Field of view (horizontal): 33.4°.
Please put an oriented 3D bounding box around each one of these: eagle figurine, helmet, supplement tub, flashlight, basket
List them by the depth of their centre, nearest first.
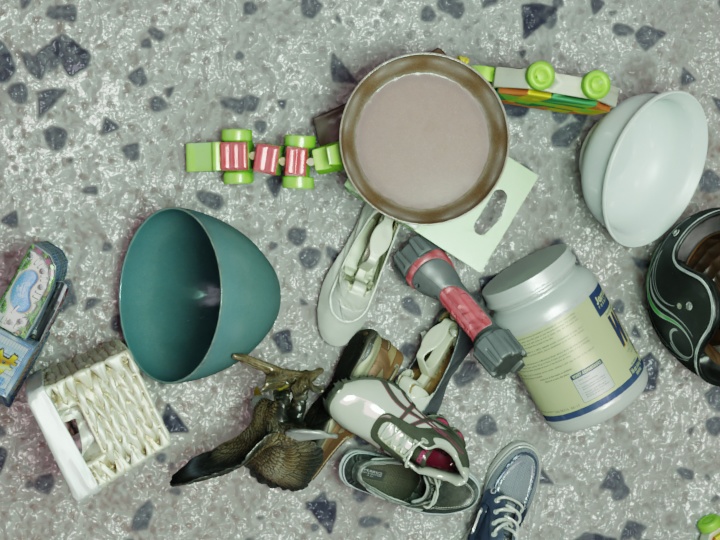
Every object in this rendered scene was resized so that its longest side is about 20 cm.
[{"bbox_3d":[-0.301,0.163,1.376,0.123,0.200,0.136,-26,98,-12],"label":"basket"},{"bbox_3d":[-0.114,0.197,1.409,0.151,0.151,0.201,29,108,2],"label":"eagle figurine"},{"bbox_3d":[0.119,0.043,1.455,0.067,0.068,0.200,-26,58,-19],"label":"flashlight"},{"bbox_3d":[0.252,0.084,1.495,0.145,0.145,0.201,-32,99,-7],"label":"supplement tub"},{"bbox_3d":[0.452,0.026,1.505,0.199,0.191,0.201,-7,134,-8],"label":"helmet"}]

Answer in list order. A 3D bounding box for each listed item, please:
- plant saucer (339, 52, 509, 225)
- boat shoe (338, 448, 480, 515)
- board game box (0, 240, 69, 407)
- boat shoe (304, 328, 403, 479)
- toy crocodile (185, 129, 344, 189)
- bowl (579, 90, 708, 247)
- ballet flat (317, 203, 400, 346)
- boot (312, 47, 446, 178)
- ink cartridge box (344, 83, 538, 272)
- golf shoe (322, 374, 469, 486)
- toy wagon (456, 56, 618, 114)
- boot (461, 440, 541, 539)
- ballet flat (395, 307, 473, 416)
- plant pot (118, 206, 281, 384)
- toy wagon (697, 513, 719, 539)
[{"bbox_3d":[0.074,-0.153,1.402,0.199,0.032,0.202,0,90,-2],"label":"plant saucer"},{"bbox_3d":[0.069,0.273,1.500,0.199,0.071,0.073,13,92,-23],"label":"boat shoe"},{"bbox_3d":[-0.387,0.069,1.350,0.061,0.200,0.201,28,89,-10],"label":"board game box"},{"bbox_3d":[-0.011,0.173,1.490,0.074,0.076,0.201,29,95,-22],"label":"boat shoe"},{"bbox_3d":[-0.115,-0.135,1.444,0.199,0.062,0.068,4,94,7],"label":"toy crocodile"},{"bbox_3d":[0.340,-0.138,1.506,0.200,0.090,0.202,-20,124,-33],"label":"bowl"},{"bbox_3d":[0.000,0.000,1.485,0.069,0.069,0.201,23,90,-11],"label":"ballet flat"},{"bbox_3d":[0.058,-0.151,1.488,0.199,0.064,0.187,-33,91,-7],"label":"boot"},{"bbox_3d":[0.100,-0.109,1.443,0.199,0.048,0.146,32,88,-1],"label":"ink cartridge box"},{"bbox_3d":[0.050,0.190,1.428,0.199,0.088,0.077,27,103,-19],"label":"golf shoe"},{"bbox_3d":[0.206,-0.224,1.455,0.199,0.155,0.040,7,92,-10],"label":"toy wagon"},{"bbox_3d":[0.185,0.319,1.525,0.072,0.090,0.201,23,89,-11],"label":"boot"},{"bbox_3d":[0.080,0.130,1.503,0.073,0.073,0.201,33,84,-10],"label":"ballet flat"},{"bbox_3d":[-0.172,0.030,1.409,0.134,0.199,0.202,3,94,-44],"label":"plant pot"},{"bbox_3d":[0.511,0.396,1.614,0.199,0.040,0.156,-30,98,-7],"label":"toy wagon"}]
